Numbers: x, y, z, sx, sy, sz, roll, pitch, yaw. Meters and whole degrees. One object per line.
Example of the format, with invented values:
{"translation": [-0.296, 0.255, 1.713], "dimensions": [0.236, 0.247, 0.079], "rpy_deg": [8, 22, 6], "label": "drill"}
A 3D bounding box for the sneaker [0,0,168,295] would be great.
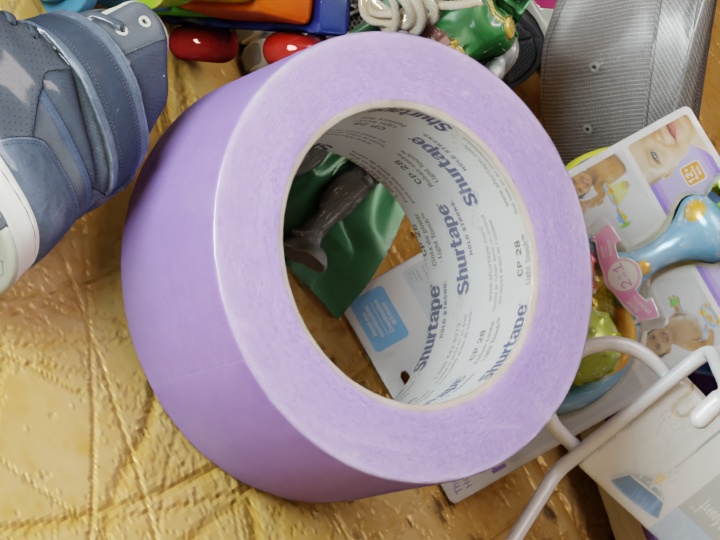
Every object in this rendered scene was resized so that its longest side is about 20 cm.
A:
{"translation": [-0.164, -0.106, 1.160], "dimensions": [0.146, 0.077, 0.202], "rpy_deg": [-41, 108, -46], "label": "sneaker"}

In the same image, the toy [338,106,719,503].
{"translation": [0.104, 0.013, 1.336], "dimensions": [0.115, 0.200, 0.047], "rpy_deg": [60, -8, 5], "label": "toy"}

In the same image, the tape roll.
{"translation": [0.000, 0.000, 1.228], "dimensions": [0.200, 0.085, 0.200], "rpy_deg": [7, 77, -33], "label": "tape roll"}

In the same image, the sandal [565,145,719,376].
{"translation": [0.178, 0.014, 1.397], "dimensions": [0.200, 0.079, 0.087], "rpy_deg": [35, 57, -3], "label": "sandal"}

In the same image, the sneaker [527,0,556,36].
{"translation": [0.151, -0.178, 1.615], "dimensions": [0.200, 0.121, 0.084], "rpy_deg": [56, 32, -4], "label": "sneaker"}

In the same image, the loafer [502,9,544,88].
{"translation": [0.025, -0.174, 1.505], "dimensions": [0.200, 0.072, 0.063], "rpy_deg": [41, 22, -36], "label": "loafer"}

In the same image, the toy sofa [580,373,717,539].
{"translation": [0.158, 0.067, 1.442], "dimensions": [0.083, 0.098, 0.200], "rpy_deg": [9, 57, -50], "label": "toy sofa"}

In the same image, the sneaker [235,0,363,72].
{"translation": [-0.005, -0.141, 1.379], "dimensions": [0.075, 0.115, 0.200], "rpy_deg": [-10, 71, -56], "label": "sneaker"}

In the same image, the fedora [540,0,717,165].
{"translation": [0.148, -0.120, 1.525], "dimensions": [0.090, 0.200, 0.177], "rpy_deg": [10, 28, 7], "label": "fedora"}

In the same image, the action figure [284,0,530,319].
{"translation": [0.022, -0.087, 1.341], "dimensions": [0.200, 0.055, 0.118], "rpy_deg": [-49, 118, -21], "label": "action figure"}

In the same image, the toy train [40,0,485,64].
{"translation": [-0.054, -0.135, 1.253], "dimensions": [0.116, 0.200, 0.085], "rpy_deg": [0, 96, -43], "label": "toy train"}

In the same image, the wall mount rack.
{"translation": [0.143, 0.134, 1.320], "dimensions": [0.200, 0.174, 0.075], "rpy_deg": [43, 16, -21], "label": "wall mount rack"}
